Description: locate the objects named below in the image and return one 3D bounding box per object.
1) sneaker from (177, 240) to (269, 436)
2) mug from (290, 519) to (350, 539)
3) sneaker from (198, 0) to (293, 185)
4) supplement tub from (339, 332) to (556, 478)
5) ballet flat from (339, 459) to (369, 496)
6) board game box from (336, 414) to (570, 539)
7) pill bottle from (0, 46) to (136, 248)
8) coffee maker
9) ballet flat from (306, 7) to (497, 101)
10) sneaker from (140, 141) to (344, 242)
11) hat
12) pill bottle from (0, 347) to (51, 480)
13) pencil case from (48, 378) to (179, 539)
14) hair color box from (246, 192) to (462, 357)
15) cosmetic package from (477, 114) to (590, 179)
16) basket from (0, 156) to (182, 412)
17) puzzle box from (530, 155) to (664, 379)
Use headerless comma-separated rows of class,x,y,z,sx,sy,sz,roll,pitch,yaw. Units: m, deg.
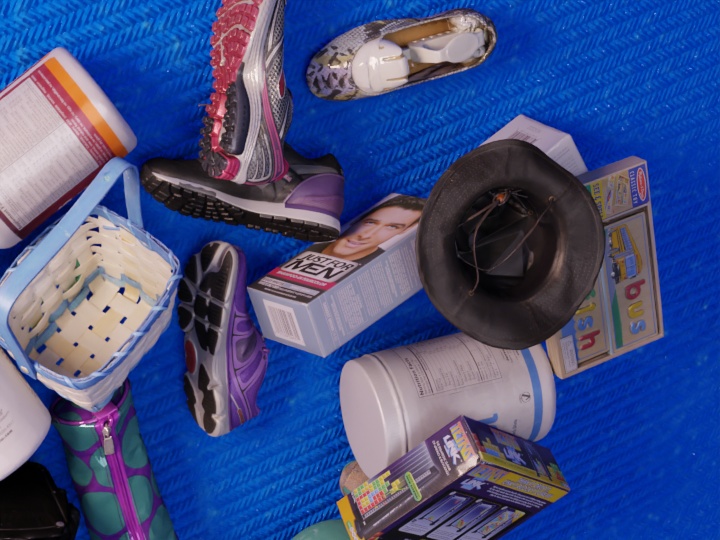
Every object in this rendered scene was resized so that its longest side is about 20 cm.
sneaker,-0.129,0.062,1.299,0.083,0.080,0.202,-17,122,-37
mug,-0.032,0.332,1.391,0.152,0.114,0.186,-44,125,-16
sneaker,-0.095,-0.179,1.204,0.074,0.080,0.203,9,90,-35
supplement tub,0.091,0.135,1.379,0.198,0.132,0.134,-13,113,-20
ballet flat,0.076,0.224,1.439,0.198,0.067,0.069,-14,116,-20
board game box,0.098,0.229,1.346,0.165,0.057,0.199,-38,146,18
pill bottle,-0.299,-0.090,1.134,0.199,0.109,0.110,-40,119,-6
coffee maker,-0.339,0.301,1.198,0.133,0.192,0.202,11,107,-7
ballet flat,0.046,-0.209,1.272,0.198,0.072,0.073,-19,115,-17
sneaker,-0.110,-0.091,1.256,0.198,0.076,0.089,13,74,-21
hat,0.128,-0.027,1.255,0.198,0.081,0.203,-4,100,-21
pill bottle,-0.367,0.086,1.139,0.114,0.114,0.201,-35,111,-9
pencil case,-0.237,0.202,1.276,0.084,0.092,0.202,-21,116,-16
hair color box,0.000,0.000,1.276,0.199,0.098,0.061,-33,119,-31
cosmetic package,0.207,-0.055,1.380,0.071,0.101,0.201,-37,120,-9
basket,-0.242,0.019,1.137,0.177,0.138,0.201,-52,167,-29
puzzle box,0.241,-0.002,1.343,0.132,0.025,0.202,-21,115,-18
